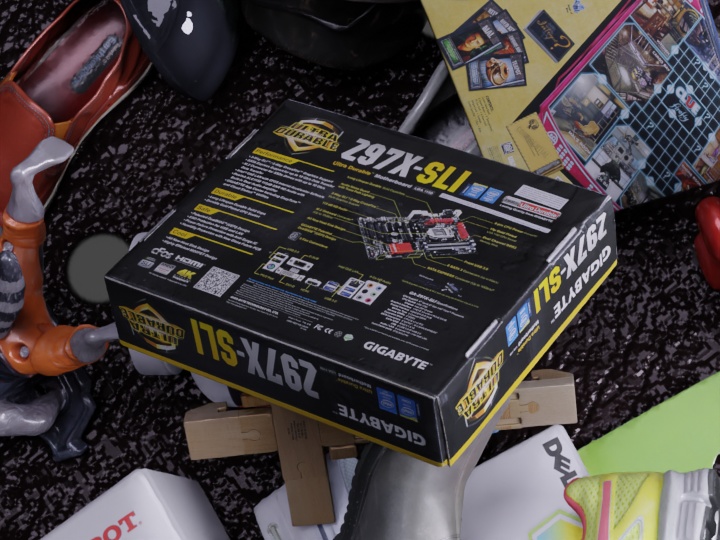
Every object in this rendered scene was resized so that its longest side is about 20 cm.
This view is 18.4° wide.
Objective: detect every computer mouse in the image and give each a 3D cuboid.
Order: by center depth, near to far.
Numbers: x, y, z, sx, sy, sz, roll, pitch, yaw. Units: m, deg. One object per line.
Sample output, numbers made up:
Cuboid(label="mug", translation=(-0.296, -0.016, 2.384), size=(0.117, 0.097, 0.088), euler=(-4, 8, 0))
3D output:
Cuboid(label="computer mouse", translation=(-0.117, -0.194, 1.263), size=(0.052, 0.138, 0.201), euler=(-28, 80, 15))

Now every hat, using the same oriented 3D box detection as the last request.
Cuboid(label="hat", translation=(-0.006, -0.159, 1.241), size=(0.199, 0.201, 0.082), euler=(14, 118, 13))

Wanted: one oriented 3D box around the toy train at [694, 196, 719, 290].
Cuboid(label="toy train", translation=(0.224, 0.005, 1.105), size=(0.084, 0.200, 0.117), euler=(-20, 76, 3))

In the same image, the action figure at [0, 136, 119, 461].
Cuboid(label="action figure", translation=(-0.210, 0.011, 1.191), size=(0.201, 0.104, 0.193), euler=(53, 130, 7))

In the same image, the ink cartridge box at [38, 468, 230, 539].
Cuboid(label="ink cartridge box", translation=(-0.108, 0.225, 1.148), size=(0.146, 0.084, 0.201), euler=(-35, 72, 8))

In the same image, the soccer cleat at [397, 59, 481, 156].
Cuboid(label="soccer cleat", translation=(0.087, -0.111, 1.219), size=(0.200, 0.085, 0.069), euler=(-45, 72, -4))

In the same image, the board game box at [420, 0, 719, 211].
Cuboid(label="board game box", translation=(0.109, -0.122, 1.128), size=(0.134, 0.201, 0.035), euler=(-15, 30, 14))

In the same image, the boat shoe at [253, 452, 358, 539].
Cuboid(label="boat shoe", translation=(0.003, 0.196, 1.162), size=(0.066, 0.073, 0.201), euler=(-30, 61, 16))

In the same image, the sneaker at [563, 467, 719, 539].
Cuboid(label="sneaker", translation=(0.116, 0.189, 1.062), size=(0.089, 0.078, 0.202), euler=(8, 71, 20))

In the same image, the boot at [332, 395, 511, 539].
Cuboid(label="boot", translation=(0.044, 0.151, 1.072), size=(0.131, 0.067, 0.201), euler=(42, 107, 31))

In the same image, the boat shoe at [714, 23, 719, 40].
Cuboid(label="boat shoe", translation=(0.141, -0.127, 1.186), size=(0.074, 0.076, 0.200), euler=(-44, 110, 7))

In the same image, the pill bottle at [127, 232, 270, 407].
Cuboid(label="pill bottle", translation=(-0.021, 0.016, 1.187), size=(0.198, 0.113, 0.114), euler=(-1, 74, 10))

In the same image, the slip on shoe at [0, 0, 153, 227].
Cuboid(label="slip on shoe", translation=(-0.191, -0.083, 1.272), size=(0.074, 0.061, 0.200), euler=(40, 87, 15))

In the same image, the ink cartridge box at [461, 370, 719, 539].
Cuboid(label="ink cartridge box", translation=(0.137, 0.147, 1.141), size=(0.199, 0.076, 0.149), euler=(-29, 71, 2))

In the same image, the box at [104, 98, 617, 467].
Cuboid(label="box", translation=(0.000, 0.000, 1.077), size=(0.199, 0.050, 0.160), euler=(18, 46, 30))

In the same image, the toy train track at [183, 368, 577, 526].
Cuboid(label="toy train track", translation=(0.010, 0.069, 1.134), size=(0.198, 0.033, 0.116), euler=(-5, 117, 5))
